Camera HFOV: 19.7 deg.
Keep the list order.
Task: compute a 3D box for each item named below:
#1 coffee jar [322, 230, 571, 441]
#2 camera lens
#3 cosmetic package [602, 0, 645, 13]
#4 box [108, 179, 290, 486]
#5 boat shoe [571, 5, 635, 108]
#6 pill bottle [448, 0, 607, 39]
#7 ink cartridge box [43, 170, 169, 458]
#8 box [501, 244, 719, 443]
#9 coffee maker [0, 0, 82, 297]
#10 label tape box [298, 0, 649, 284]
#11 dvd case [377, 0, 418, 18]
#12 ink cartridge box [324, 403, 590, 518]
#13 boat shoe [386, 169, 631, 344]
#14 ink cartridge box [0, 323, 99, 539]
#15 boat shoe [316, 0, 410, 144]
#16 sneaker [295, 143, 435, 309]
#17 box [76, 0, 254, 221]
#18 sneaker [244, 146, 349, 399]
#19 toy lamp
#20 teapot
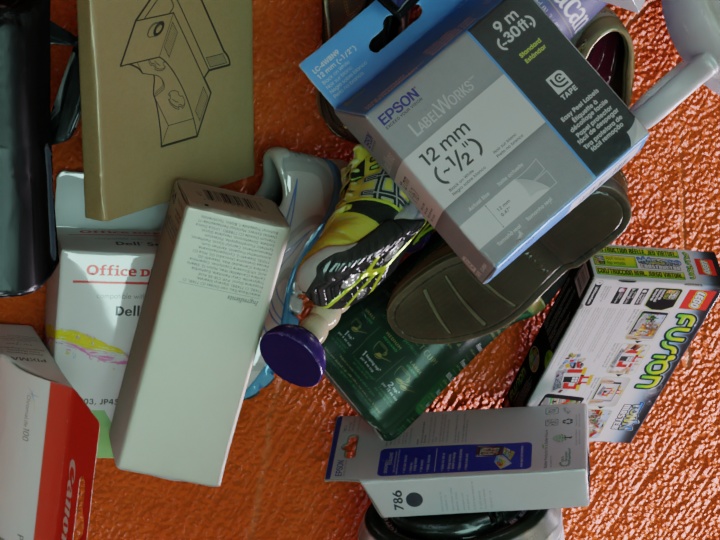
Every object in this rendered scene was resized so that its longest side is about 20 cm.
[{"bbox_3d":[0.061,0.028,1.569,0.200,0.085,0.104,-40,78,0],"label":"coffee jar"},{"bbox_3d":[0.086,0.263,1.619,0.159,0.160,0.202,-13,111,-12],"label":"camera lens"},{"bbox_3d":[0.134,-0.280,1.430,0.152,0.199,0.052,-61,152,-9],"label":"cosmetic package"},{"bbox_3d":[-0.115,0.045,1.465,0.081,0.068,0.202,13,105,-17],"label":"box"},{"bbox_3d":[0.165,-0.100,1.575,0.073,0.066,0.202,1,107,-16],"label":"boat shoe"},{"bbox_3d":[0.147,-0.239,1.501,0.200,0.111,0.111,-44,113,1],"label":"pill bottle"},{"bbox_3d":[-0.171,0.033,1.521,0.116,0.067,0.202,1,107,-15],"label":"ink cartridge box"},{"bbox_3d":[0.191,0.060,1.598,0.109,0.035,0.201,4,138,-18],"label":"box"},{"bbox_3d":[-0.274,-0.086,1.391,0.134,0.192,0.202,9,108,25],"label":"coffee maker"},{"bbox_3d":[0.075,-0.115,1.401,0.143,0.066,0.200,-40,86,-10],"label":"label tape box"},{"bbox_3d":[0.008,-0.289,1.428,0.143,0.018,0.200,-46,72,5],"label":"dvd case"},{"bbox_3d":[0.076,0.145,1.581,0.198,0.100,0.040,-2,117,8],"label":"ink cartridge box"},{"bbox_3d":[0.107,-0.016,1.496,0.199,0.068,0.072,-29,121,17],"label":"boat shoe"},{"bbox_3d":[-0.238,0.144,1.466,0.057,0.200,0.164,3,106,-19],"label":"ink cartridge box"},{"bbox_3d":[0.006,-0.191,1.500,0.070,0.070,0.202,-4,107,-14],"label":"boat shoe"},{"bbox_3d":[0.008,-0.042,1.450,0.076,0.200,0.076,42,133,7],"label":"sneaker"},{"bbox_3d":[-0.134,-0.148,1.451,0.163,0.021,0.202,-22,118,-49],"label":"box"},{"bbox_3d":[-0.081,-0.001,1.528,0.086,0.075,0.201,21,93,-37],"label":"sneaker"},{"bbox_3d":[0.000,0.000,1.496,0.058,0.058,0.200,55,51,-23],"label":"toy lamp"},{"bbox_3d":[0.301,-0.199,1.535,0.198,0.146,0.199,3,82,-10],"label":"teapot"}]
